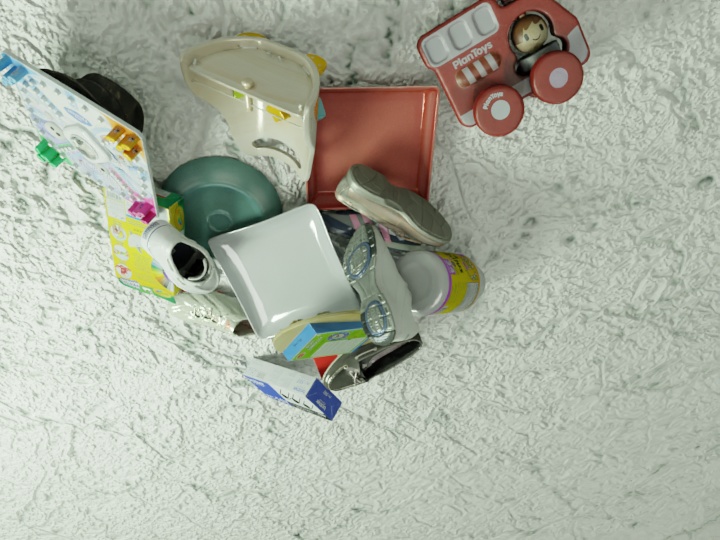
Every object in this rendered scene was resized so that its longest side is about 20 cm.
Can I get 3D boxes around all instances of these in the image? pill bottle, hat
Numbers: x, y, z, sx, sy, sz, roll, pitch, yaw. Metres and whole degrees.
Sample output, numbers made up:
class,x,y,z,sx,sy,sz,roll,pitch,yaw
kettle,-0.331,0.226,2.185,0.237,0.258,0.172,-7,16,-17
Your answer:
class,x,y,z,sx,sy,sz,roll,pitch,yaw
pill bottle,0.141,0.021,0.961,0.104,0.105,0.199,-43,157,26
hat,-0.345,-0.206,0.769,0.199,0.081,0.201,23,151,14

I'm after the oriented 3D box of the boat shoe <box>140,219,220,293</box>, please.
class,x,y,z,sx,sy,sz,roll,pitch,yaw
boat shoe,-0.264,-0.004,0.876,0.074,0.065,0.200,-55,156,-9

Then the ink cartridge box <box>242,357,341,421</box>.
class,x,y,z,sx,sy,sz,roll,pitch,yaw
ink cartridge box,-0.138,0.232,1.111,0.199,0.044,0.094,6,144,44

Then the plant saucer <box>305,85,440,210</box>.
class,x,y,z,sx,sy,sz,roll,pitch,yaw
plant saucer,0.012,-0.188,0.861,0.198,0.037,0.201,-3,130,-5

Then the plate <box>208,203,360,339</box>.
class,x,y,z,sx,sy,sz,roll,pitch,yaw
plate,-0.120,0.004,0.927,0.198,0.032,0.201,-17,112,17

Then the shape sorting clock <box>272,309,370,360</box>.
class,x,y,z,sx,sy,sz,roll,pitch,yaw
shape sorting clock,-0.046,0.103,0.931,0.198,0.040,0.200,-14,159,-5

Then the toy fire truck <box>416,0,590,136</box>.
class,x,y,z,sx,sy,sz,roll,pitch,yaw
toy fire truck,0.196,-0.290,0.763,0.199,0.112,0.169,-28,109,13

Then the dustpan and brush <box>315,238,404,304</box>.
class,x,y,z,sx,sy,sz,roll,pitch,yaw
dustpan and brush,0.000,0.000,0.956,0.199,0.057,0.140,38,89,-12

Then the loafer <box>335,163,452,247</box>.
class,x,y,z,sx,sy,sz,roll,pitch,yaw
loafer,0.052,-0.093,0.886,0.199,0.072,0.063,31,137,-20

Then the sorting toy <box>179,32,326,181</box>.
class,x,y,z,sx,sy,sz,roll,pitch,yaw
sorting toy,-0.125,-0.210,0.781,0.199,0.107,0.181,27,146,16

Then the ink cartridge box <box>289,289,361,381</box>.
class,x,y,z,sx,sy,sz,roll,pitch,yaw
ink cartridge box,-0.024,0.110,1.032,0.160,0.050,0.201,-23,106,-8

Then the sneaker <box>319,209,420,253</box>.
class,x,y,z,sx,sy,sz,roll,pitch,yaw
sneaker,0.013,-0.087,0.940,0.198,0.070,0.083,13,98,-11

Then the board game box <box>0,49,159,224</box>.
class,x,y,z,sx,sy,sz,roll,pitch,yaw
board game box,-0.364,-0.161,0.744,0.199,0.026,0.200,31,152,1

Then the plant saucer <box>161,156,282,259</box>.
class,x,y,z,sx,sy,sz,roll,pitch,yaw
plant saucer,-0.227,-0.087,0.918,0.198,0.036,0.201,-4,129,-4

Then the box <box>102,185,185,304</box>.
class,x,y,z,sx,sy,sz,roll,pitch,yaw
box,-0.341,-0.042,0.911,0.116,0.048,0.201,19,127,8

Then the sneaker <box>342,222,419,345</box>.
class,x,y,z,sx,sy,sz,roll,pitch,yaw
sneaker,0.032,0.021,0.869,0.087,0.202,0.074,10,150,-45

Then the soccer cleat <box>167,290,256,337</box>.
class,x,y,z,sx,sy,sz,roll,pitch,yaw
soccer cleat,-0.250,0.081,1.026,0.198,0.078,0.070,7,129,-12

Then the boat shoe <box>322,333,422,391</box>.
class,x,y,z,sx,sy,sz,roll,pitch,yaw
boat shoe,0.022,0.163,1.026,0.199,0.057,0.067,-32,125,-6
